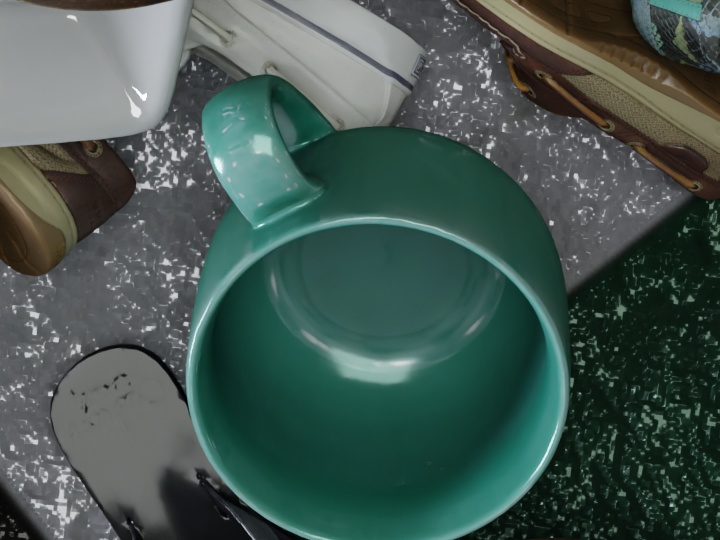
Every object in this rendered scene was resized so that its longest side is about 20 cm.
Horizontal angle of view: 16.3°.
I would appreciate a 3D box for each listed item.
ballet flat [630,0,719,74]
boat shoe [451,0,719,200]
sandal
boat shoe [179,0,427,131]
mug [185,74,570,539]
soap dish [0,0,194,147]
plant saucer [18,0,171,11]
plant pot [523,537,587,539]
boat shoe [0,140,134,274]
[{"bbox_3d":[0.206,-0.101,1.018,0.199,0.074,0.075,-3,94,-24],"label":"ballet flat"},{"bbox_3d":[0.088,-0.092,1.041,0.200,0.072,0.072,29,137,-16],"label":"boat shoe"},{"bbox_3d":[-0.064,0.123,1.067,0.076,0.043,0.200,-40,95,1],"label":"sandal"},{"bbox_3d":[-0.072,-0.110,1.041,0.200,0.072,0.066,28,88,-12],"label":"boat shoe"},{"bbox_3d":[0.010,0.005,1.007,0.151,0.115,0.186,6,119,0],"label":"mug"},{"bbox_3d":[-0.156,-0.120,0.923,0.199,0.081,0.158,-6,137,-24],"label":"soap dish"},{"bbox_3d":[-0.092,-0.189,0.847,0.199,0.034,0.201,2,84,-19],"label":"plant saucer"},{"bbox_3d":[0.065,0.202,1.042,0.200,0.093,0.202,-3,100,-18],"label":"plant pot"},{"bbox_3d":[-0.169,-0.095,1.037,0.072,0.072,0.200,-39,88,-25],"label":"boat shoe"}]
